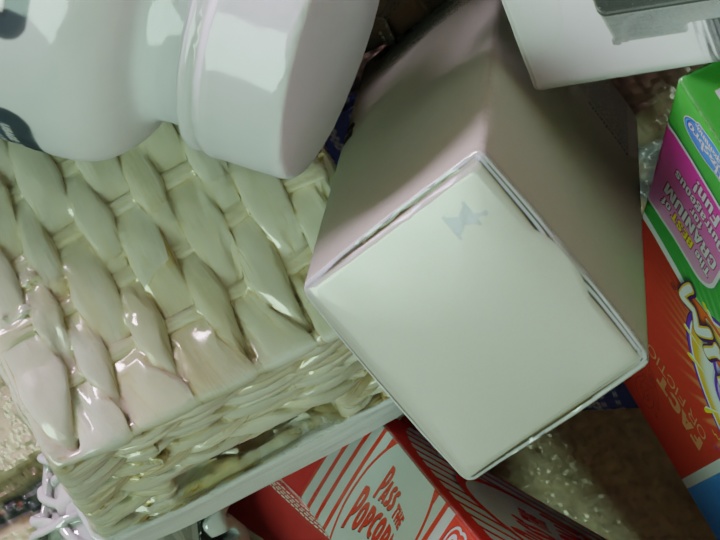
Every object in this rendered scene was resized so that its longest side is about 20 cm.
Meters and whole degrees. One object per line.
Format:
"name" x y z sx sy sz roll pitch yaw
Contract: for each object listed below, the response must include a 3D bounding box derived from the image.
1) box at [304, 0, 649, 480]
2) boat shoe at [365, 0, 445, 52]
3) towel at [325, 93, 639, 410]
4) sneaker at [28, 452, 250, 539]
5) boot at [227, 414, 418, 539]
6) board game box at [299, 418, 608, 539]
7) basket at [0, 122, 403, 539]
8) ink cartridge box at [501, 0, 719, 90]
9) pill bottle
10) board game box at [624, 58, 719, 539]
"box" 0.040 -0.024 0.754 0.068 0.200 0.082 -36 104 18
"boat shoe" -0.027 -0.170 0.810 0.075 0.075 0.203 -24 102 4
"towel" 0.000 0.000 0.931 0.199 0.024 0.145 -6 119 35
"sneaker" -0.091 0.077 0.915 0.075 0.081 0.201 -2 106 52
"boot" 0.026 0.082 0.926 0.199 0.072 0.145 31 136 5
"board game box" 0.086 0.131 0.846 0.200 0.152 0.046 31 95 -20
"basket" -0.075 -0.027 0.814 0.201 0.135 0.123 63 176 13
"ink cartridge box" 0.113 -0.114 0.715 0.199 0.116 0.068 -6 117 36
"pill bottle" -0.098 -0.099 0.706 0.199 0.120 0.120 19 130 10
"board game box" 0.140 0.040 0.758 0.153 0.040 0.200 61 167 22
